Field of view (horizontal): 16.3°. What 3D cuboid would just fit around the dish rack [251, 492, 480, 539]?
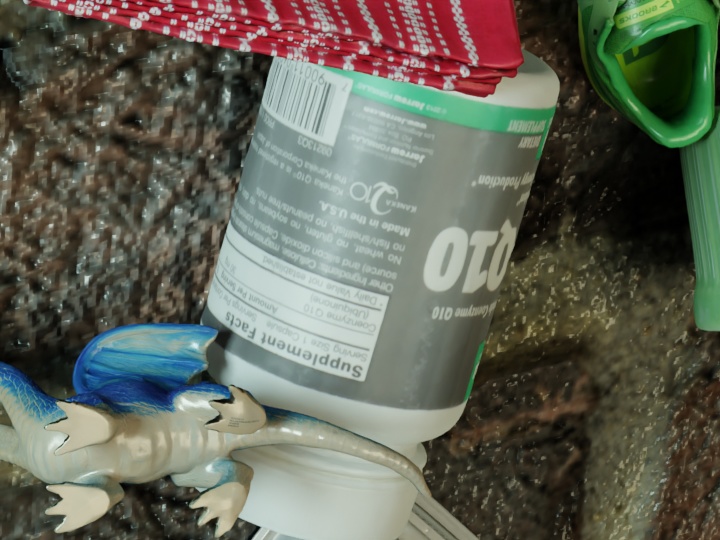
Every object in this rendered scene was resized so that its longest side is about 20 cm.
[{"bbox_3d":[0.004,0.189,1.156,0.172,0.044,0.200,-53,135,-7],"label":"dish rack"}]

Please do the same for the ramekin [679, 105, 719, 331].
[{"bbox_3d":[0.238,-0.042,1.130,0.200,0.200,0.098,-14,92,-35],"label":"ramekin"}]

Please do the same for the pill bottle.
[{"bbox_3d":[0.000,0.000,1.008,0.113,0.113,0.200,3,110,-41],"label":"pill bottle"}]

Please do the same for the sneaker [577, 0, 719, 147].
[{"bbox_3d":[0.116,-0.136,1.050,0.074,0.084,0.200,-26,128,-1],"label":"sneaker"}]

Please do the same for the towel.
[{"bbox_3d":[-0.032,-0.143,0.899,0.200,0.022,0.145,8,65,-33],"label":"towel"}]

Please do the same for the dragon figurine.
[{"bbox_3d":[-0.078,0.056,0.950,0.199,0.099,0.059,-4,109,-14],"label":"dragon figurine"}]
